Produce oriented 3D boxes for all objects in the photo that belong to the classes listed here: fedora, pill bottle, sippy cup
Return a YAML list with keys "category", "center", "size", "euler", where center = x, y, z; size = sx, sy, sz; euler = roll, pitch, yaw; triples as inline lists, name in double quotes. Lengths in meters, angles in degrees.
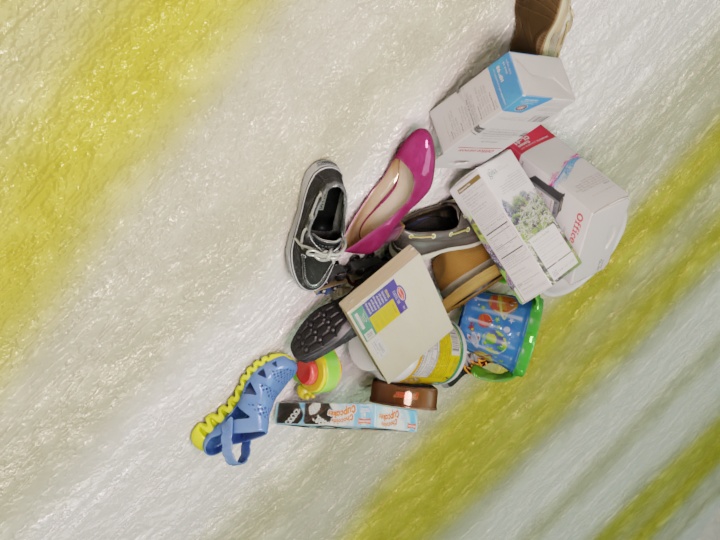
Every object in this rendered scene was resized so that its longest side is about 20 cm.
- category: "fedora"
  center: [0.167, -0.003, 1.649]
  size: [0.199, 0.083, 0.201]
  euler: [-32, 172, -5]
- category: "pill bottle"
  center: [0.074, 0.123, 1.684]
  size: [0.198, 0.113, 0.114]
  euler: [11, 119, -51]
- category: "sippy cup"
  center: [0.229, 0.096, 1.782]
  size: [0.140, 0.128, 0.181]
  euler: [55, 50, -83]

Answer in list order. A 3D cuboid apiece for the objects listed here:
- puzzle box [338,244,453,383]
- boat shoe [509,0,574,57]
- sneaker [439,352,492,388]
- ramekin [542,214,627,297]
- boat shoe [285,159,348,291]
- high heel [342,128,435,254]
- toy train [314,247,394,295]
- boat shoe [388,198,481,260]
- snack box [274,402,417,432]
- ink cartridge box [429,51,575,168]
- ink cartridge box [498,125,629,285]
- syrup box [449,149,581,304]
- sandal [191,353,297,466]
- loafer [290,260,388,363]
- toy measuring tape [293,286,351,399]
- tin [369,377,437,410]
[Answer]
- category: "puzzle box"
  center: [0.055, 0.066, 1.517]
  size: [0.132, 0.025, 0.201]
  euler: [-38, 141, -8]
- category: "boat shoe"
  center: [0.250, -0.337, 1.419]
  size: [0.064, 0.072, 0.202]
  euler: [-31, 149, -28]
- category: "sneaker"
  center: [0.214, 0.139, 1.880]
  size: [0.200, 0.077, 0.078]
  euler: [-47, 148, 8]
- category: "ramekin"
  center: [0.343, -0.064, 1.777]
  size: [0.198, 0.098, 0.203]
  euler: [-27, 142, -23]
- category: "boat shoe"
  center: [-0.050, -0.044, 1.404]
  size: [0.072, 0.068, 0.202]
  euler: [-1, 127, -24]
- category: "high heel"
  center: [0.035, -0.106, 1.448]
  size: [0.095, 0.068, 0.201]
  euler: [-18, 149, -39]
- category: "toy train"
  center: [0.000, 0.000, 1.551]
  size: [0.197, 0.034, 0.046]
  euler: [-14, 147, -36]
- category: "boat shoe"
  center: [0.135, -0.070, 1.577]
  size: [0.198, 0.072, 0.061]
  euler: [-22, 145, -25]
- category: "snack box"
  center: [-0.023, 0.228, 1.646]
  size: [0.115, 0.197, 0.038]
  euler: [16, 73, -51]
- category: "ink cartridge box"
  center: [0.176, -0.212, 1.432]
  size: [0.114, 0.068, 0.199]
  euler: [-5, 161, -43]
- category: "ink cartridge box"
  center: [0.291, -0.102, 1.591]
  size: [0.085, 0.200, 0.149]
  euler: [-22, 141, -27]
- category: "syrup box"
  center: [0.225, -0.065, 1.539]
  size: [0.078, 0.202, 0.081]
  euler: [-31, 176, -36]
- category: "sandal"
  center: [-0.158, 0.211, 1.565]
  size: [0.201, 0.087, 0.079]
  euler: [-50, 144, 7]
- category: "loafer"
  center: [-0.013, 0.068, 1.534]
  size: [0.200, 0.068, 0.070]
  euler: [-39, 146, 4]
- category: "toy measuring tape"
  center: [-0.047, 0.122, 1.597]
  size: [0.073, 0.074, 0.202]
  euler: [-2, 129, -44]
- category: "tin"
  center: [0.069, 0.201, 1.730]
  size: [0.109, 0.043, 0.200]
  euler: [3, 177, 0]
